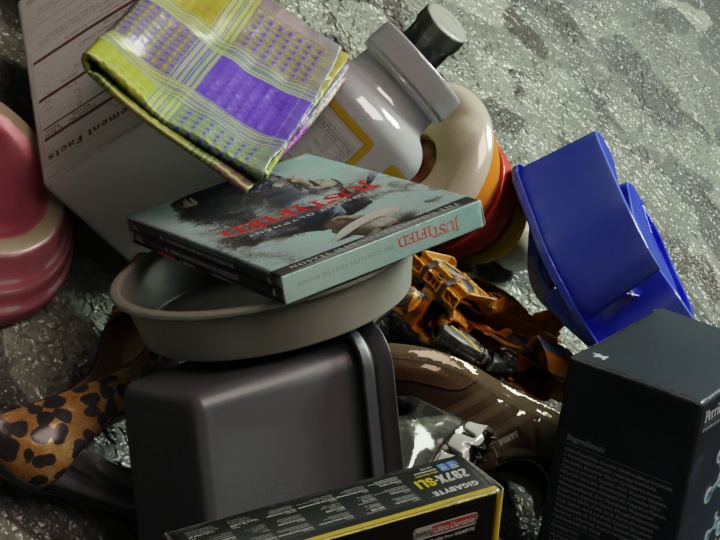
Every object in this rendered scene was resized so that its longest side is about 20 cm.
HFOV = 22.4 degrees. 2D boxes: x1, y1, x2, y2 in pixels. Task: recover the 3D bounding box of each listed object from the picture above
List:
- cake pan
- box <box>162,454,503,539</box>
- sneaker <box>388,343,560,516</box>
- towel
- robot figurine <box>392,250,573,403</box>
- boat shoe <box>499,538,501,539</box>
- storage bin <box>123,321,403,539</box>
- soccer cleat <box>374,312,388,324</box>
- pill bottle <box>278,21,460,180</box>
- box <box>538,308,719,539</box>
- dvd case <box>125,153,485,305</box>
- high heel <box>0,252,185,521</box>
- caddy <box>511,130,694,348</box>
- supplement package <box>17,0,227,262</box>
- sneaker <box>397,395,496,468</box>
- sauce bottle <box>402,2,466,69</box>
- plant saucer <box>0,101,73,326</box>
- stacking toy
[{"bbox_3d":[-0.055,0.006,1.130,0.200,0.199,0.037,-39,122,-55],"label":"cake pan"},{"bbox_3d":[-0.017,0.205,1.043,0.199,0.161,0.049,-11,30,-30],"label":"box"},{"bbox_3d":[0.075,0.117,1.351,0.199,0.070,0.076,22,60,-15],"label":"sneaker"},{"bbox_3d":[-0.090,-0.137,1.193,0.143,0.023,0.200,36,33,-2],"label":"towel"},{"bbox_3d":[0.104,0.044,1.430,0.199,0.058,0.145,25,13,-40],"label":"robot figurine"},{"bbox_3d":[0.066,0.228,1.227,0.072,0.068,0.200,45,35,1],"label":"boat shoe"},{"bbox_3d":[-0.068,0.133,1.107,0.134,0.145,0.202,-11,101,-40],"label":"storage bin"},{"bbox_3d":[0.000,0.000,1.366,0.068,0.081,0.201,56,33,-31],"label":"soccer cleat"},{"bbox_3d":[-0.027,-0.083,1.321,0.112,0.200,0.112,48,3,-3],"label":"pill bottle"},{"bbox_3d":[0.215,0.150,1.328,0.107,0.201,0.148,19,23,30],"label":"box"},{"bbox_3d":[-0.038,-0.030,1.127,0.145,0.022,0.200,-21,23,-28],"label":"dvd case"},{"bbox_3d":[-0.177,0.053,1.152,0.142,0.071,0.201,25,47,-35],"label":"high heel"},{"bbox_3d":[0.181,-0.014,1.447,0.142,0.105,0.201,50,17,-37],"label":"caddy"},{"bbox_3d":[-0.154,-0.123,1.278,0.117,0.117,0.201,47,19,-45],"label":"supplement package"},{"bbox_3d":[0.011,0.153,1.256,0.090,0.067,0.200,32,43,13],"label":"sneaker"},{"bbox_3d":[0.003,-0.126,1.410,0.065,0.200,0.065,35,30,-23],"label":"sauce bottle"},{"bbox_3d":[-0.271,-0.057,1.193,0.200,0.051,0.201,27,38,-23],"label":"plant saucer"},{"bbox_3d":[0.090,-0.054,1.524,0.200,0.146,0.147,34,32,-47],"label":"stacking toy"}]
